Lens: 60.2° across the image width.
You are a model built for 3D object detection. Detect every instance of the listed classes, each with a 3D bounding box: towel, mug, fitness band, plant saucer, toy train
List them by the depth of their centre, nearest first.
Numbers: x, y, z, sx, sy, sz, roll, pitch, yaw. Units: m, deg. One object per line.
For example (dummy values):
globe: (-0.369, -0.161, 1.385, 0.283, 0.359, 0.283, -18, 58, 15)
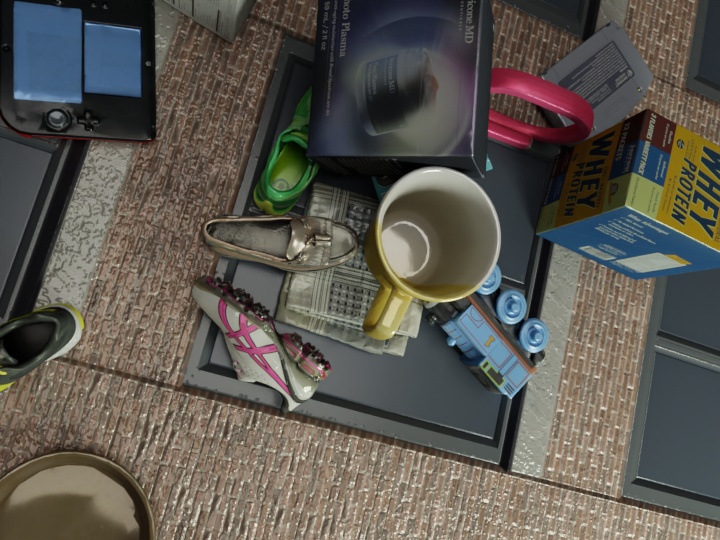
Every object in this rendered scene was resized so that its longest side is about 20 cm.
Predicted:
plant saucer: (-0.332, 0.304, 0.695, 0.197, 0.029, 0.204, 2, 82, -16)
mug: (0.055, -0.025, 0.754, 0.185, 0.153, 0.151, -30, 92, -15)
towel: (0.000, 0.000, 0.828, 0.190, 0.034, 0.203, 17, 80, -14)
toy train: (0.167, 0.071, 0.841, 0.114, 0.087, 0.200, -44, 101, -12)
fitness band: (0.225, -0.219, 0.865, 0.197, 0.143, 0.038, 16, 81, -14)

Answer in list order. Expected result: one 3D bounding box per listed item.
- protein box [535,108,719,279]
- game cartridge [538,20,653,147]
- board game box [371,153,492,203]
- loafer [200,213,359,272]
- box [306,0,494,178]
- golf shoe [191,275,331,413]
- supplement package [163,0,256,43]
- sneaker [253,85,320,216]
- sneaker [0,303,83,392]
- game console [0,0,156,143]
protein box: (0.394, -0.092, 0.870, 0.196, 0.200, 0.137, 22, 77, -13)
game cartridge: (0.365, -0.287, 0.972, 0.199, 0.041, 0.134, -38, 91, -17)
board game box: (0.069, -0.203, 0.816, 0.149, 0.047, 0.203, -20, 80, 15)
loafer: (-0.099, -0.037, 0.768, 0.196, 0.063, 0.073, 4, 87, -2)
box: (0.051, -0.220, 0.735, 0.195, 0.123, 0.204, 3, 87, 17)
golf shoe: (-0.134, 0.090, 0.756, 0.199, 0.073, 0.092, 41, 93, -3)
supplement package: (-0.204, -0.423, 0.756, 0.198, 0.150, 0.153, 29, 77, -12)
sneaker: (-0.068, -0.162, 0.801, 0.073, 0.083, 0.202, 28, 76, -11)
sneaker: (-0.401, 0.098, 0.669, 0.199, 0.085, 0.075, -39, 94, -17)
game console: (-0.342, -0.258, 0.759, 0.174, 0.031, 0.204, -1, 84, -16)
